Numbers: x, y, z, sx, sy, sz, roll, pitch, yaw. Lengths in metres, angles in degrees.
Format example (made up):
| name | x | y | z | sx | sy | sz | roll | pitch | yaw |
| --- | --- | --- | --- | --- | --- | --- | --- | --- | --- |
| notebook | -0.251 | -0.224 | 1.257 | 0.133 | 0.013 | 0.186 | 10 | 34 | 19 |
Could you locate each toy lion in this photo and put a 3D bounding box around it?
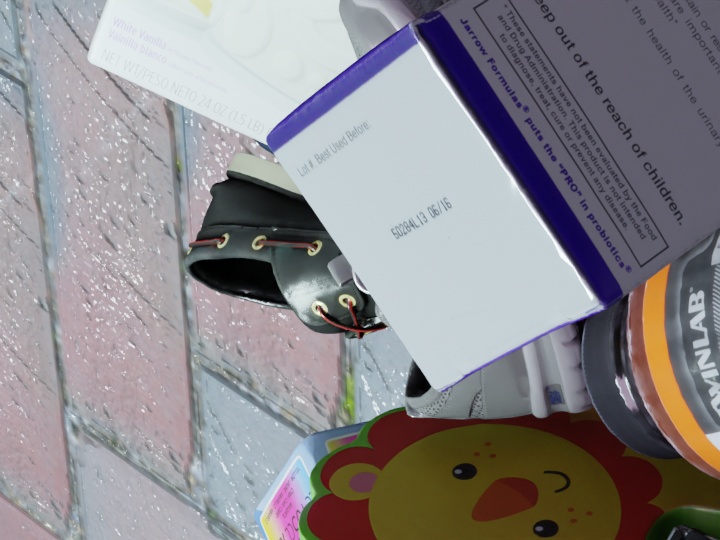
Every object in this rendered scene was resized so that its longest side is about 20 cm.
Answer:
| name | x | y | z | sx | sy | sz | roll | pitch | yaw |
| --- | --- | --- | --- | --- | --- | --- | --- | --- | --- |
| toy lion | 0.086 | 0.098 | 0.982 | 0.200 | 0.192 | 0.069 | 27 | 137 | 36 |

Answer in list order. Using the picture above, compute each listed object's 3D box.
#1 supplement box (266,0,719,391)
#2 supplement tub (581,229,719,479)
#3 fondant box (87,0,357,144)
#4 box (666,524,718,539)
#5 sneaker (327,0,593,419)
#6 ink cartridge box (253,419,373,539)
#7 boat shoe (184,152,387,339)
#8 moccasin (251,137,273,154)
| name | x | y | z | sx | sy | sz | roll | pitch | yaw |
| --- | --- | --- | --- | --- | --- | --- | --- | --- | --- |
| supplement box | 0.088 | -0.061 | 0.838 | 0.103 | 0.200 | 0.101 | 56 | 148 | -1 |
| supplement tub | 0.162 | 0.016 | 0.887 | 0.200 | 0.107 | 0.107 | -20 | 101 | 53 |
| fondant box | -0.002 | -0.128 | 0.956 | 0.144 | 0.058 | 0.200 | 25 | 135 | -3 |
| box | 0.155 | 0.200 | 0.868 | 0.200 | 0.160 | 0.044 | 29 | 180 | 16 |
| sneaker | 0.024 | -0.017 | 0.941 | 0.075 | 0.082 | 0.200 | -94 | -14 | -56 |
| ink cartridge box | 0.061 | 0.154 | 1.060 | 0.200 | 0.136 | 0.076 | 67 | 153 | 22 |
| boat shoe | 0.002 | 0.001 | 1.104 | 0.074 | 0.063 | 0.201 | 35 | 168 | -39 |
| moccasin | -0.062 | -0.140 | 1.082 | 0.200 | 0.080 | 0.068 | 66 | 159 | -9 |
